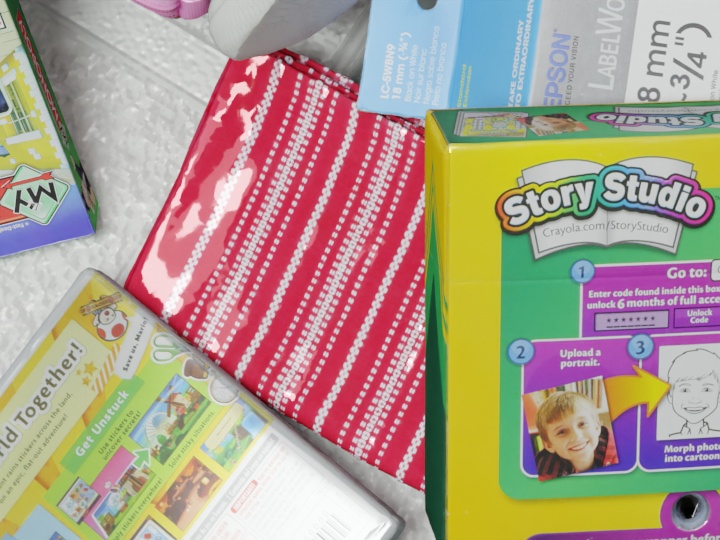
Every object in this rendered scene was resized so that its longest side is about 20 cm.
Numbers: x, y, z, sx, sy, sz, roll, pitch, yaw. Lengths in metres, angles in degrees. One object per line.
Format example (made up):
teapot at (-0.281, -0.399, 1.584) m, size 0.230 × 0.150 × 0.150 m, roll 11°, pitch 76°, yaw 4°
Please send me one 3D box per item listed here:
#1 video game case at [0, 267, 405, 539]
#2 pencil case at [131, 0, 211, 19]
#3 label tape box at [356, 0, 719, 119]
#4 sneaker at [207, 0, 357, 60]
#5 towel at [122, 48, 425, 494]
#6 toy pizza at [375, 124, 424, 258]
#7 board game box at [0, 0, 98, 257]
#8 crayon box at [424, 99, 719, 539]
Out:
video game case at (-0.110, 0.131, 0.965) m, size 0.182 × 0.023 × 0.200 m, roll 38°, pitch 92°, yaw 14°
pencil case at (-0.145, -0.173, 0.926) m, size 0.199 × 0.083 × 0.087 m, roll 19°, pitch 112°, yaw -7°
label tape box at (0.107, -0.123, 0.927) m, size 0.199 × 0.063 × 0.145 m, roll 8°, pitch 91°, yaw -2°
sneaker at (-0.010, -0.181, 0.915) m, size 0.088 × 0.075 × 0.200 m, roll 42°, pitch 103°, yaw 15°
towel at (0.000, 0.000, 0.965) m, size 0.199 × 0.022 × 0.145 m, roll 28°, pitch 94°, yaw 21°
toy pizza at (0.089, -0.019, 0.974) m, size 0.199 × 0.032 × 0.201 m, roll -2°, pitch 78°, yaw 8°
board game box at (-0.231, -0.052, 0.983) m, size 0.199 × 0.135 × 0.029 m, roll -14°, pitch 35°, yaw 5°
crayon box at (0.127, 0.022, 0.886) m, size 0.199 × 0.058 × 0.173 m, roll -2°, pitch 107°, yaw -6°
